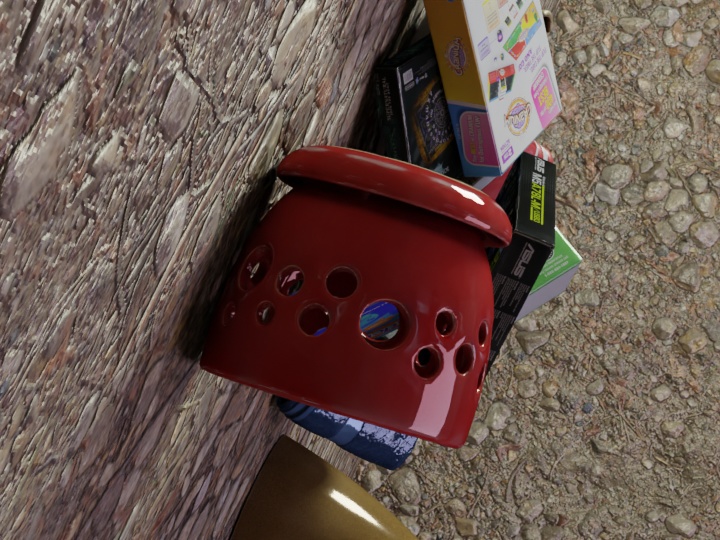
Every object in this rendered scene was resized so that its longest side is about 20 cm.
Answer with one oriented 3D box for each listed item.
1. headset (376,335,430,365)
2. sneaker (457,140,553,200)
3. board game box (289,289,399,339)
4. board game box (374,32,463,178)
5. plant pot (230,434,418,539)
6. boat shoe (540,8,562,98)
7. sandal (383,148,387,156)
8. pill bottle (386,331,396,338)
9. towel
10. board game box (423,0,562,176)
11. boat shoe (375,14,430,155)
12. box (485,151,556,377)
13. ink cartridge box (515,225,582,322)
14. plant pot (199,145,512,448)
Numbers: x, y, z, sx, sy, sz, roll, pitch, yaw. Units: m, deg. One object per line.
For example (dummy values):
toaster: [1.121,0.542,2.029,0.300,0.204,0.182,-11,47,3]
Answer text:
headset: [0.030,0.080,1.584,0.200,0.123,0.094,-27,114,-61]
sneaker: [0.115,-0.075,1.637,0.200,0.071,0.112,-38,145,28]
board game box: [0.003,0.033,1.454,0.152,0.045,0.200,-25,170,-2]
board game box: [0.079,-0.155,1.453,0.200,0.028,0.136,-38,126,-51]
plant pot: [-0.039,0.322,1.844,0.186,0.200,0.187,24,90,-85]
boat shoe: [0.164,-0.251,1.608,0.075,0.075,0.203,35,40,-64]
sandal: [0.041,-0.071,1.495,0.201,0.075,0.048,-56,-156,-7]
pill bottle: [0.019,0.082,1.843,0.116,0.116,0.200,105,10,-54]
towel: [-0.001,0.141,1.691,0.200,0.048,0.112,33,78,-44]
board game box: [0.125,-0.209,1.452,0.153,0.040,0.200,-45,127,-48]
boat shoe: [0.068,-0.172,1.543,0.072,0.066,0.200,-57,169,-53]
box: [0.129,0.008,1.496,0.193,0.047,0.200,-80,-167,-63]
ink cartridge box: [0.123,-0.037,1.716,0.146,0.200,0.084,-30,162,-19]
plant pot: [0.003,0.015,1.111,0.200,0.200,0.183,37,69,-84]
